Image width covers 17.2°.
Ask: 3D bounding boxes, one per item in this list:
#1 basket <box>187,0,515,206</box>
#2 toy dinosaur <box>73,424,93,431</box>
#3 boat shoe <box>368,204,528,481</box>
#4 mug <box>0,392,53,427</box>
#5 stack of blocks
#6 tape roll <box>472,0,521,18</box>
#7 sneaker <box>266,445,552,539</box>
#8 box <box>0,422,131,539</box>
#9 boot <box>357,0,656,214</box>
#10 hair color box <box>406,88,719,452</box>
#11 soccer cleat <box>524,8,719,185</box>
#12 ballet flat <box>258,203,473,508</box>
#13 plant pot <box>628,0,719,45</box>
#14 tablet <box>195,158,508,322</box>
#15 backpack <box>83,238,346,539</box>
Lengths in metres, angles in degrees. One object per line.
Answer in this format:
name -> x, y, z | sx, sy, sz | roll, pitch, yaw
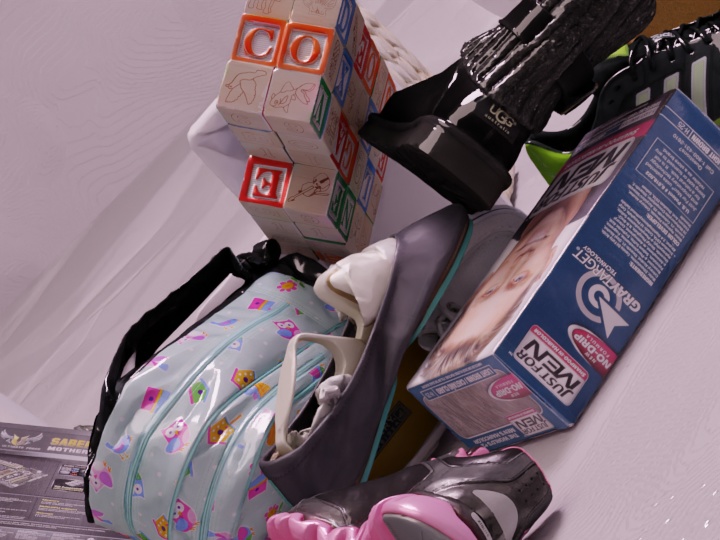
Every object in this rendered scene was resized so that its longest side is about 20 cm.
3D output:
basket -> 0.001, -0.080, 1.663 | 0.135, 0.200, 0.123 | -42, 6, 20
toy dinosaur -> -0.152, 0.177, 1.682 | 0.199, 0.102, 0.136 | -22, 37, 24
boat shoe -> 0.048, 0.045, 1.355 | 0.202, 0.075, 0.086 | -53, 12, -14
mug -> -0.407, 0.177, 2.393 | 0.149, 0.153, 0.187 | -44, 12, 10
stack of blocks -> -0.030, -0.086, 1.426 | 0.200, 0.058, 0.116 | 58, -136, -71
tape roll -> 0.156, -0.303, 1.821 | 0.203, 0.203, 0.139 | -53, 13, -27
sneaker -> 0.027, 0.127, 1.190 | 0.095, 0.079, 0.200 | -41, 13, -28
box -> -0.177, 0.160, 1.526 | 0.159, 0.199, 0.049 | -75, -10, -66
boot -> 0.086, -0.114, 1.358 | 0.158, 0.079, 0.211 | -54, 14, -3
hair color box -> 0.117, 0.001, 1.285 | 0.200, 0.060, 0.100 | -54, 13, -27
soccer cleat -> 0.180, -0.111, 1.379 | 0.200, 0.081, 0.068 | -43, 12, 21
ballet flat -> -0.001, 0.038, 1.297 | 0.073, 0.073, 0.201 | -22, 41, 65
plant pot -> 0.182, -0.213, 1.430 | 0.200, 0.200, 0.027 | -42, -12, 23
tablet -> 0.000, 0.000, 1.546 | 0.200, 0.130, 0.014 | -49, 21, -7
backpack -> -0.075, 0.091, 1.416 | 0.200, 0.126, 0.168 | -34, -44, -53
